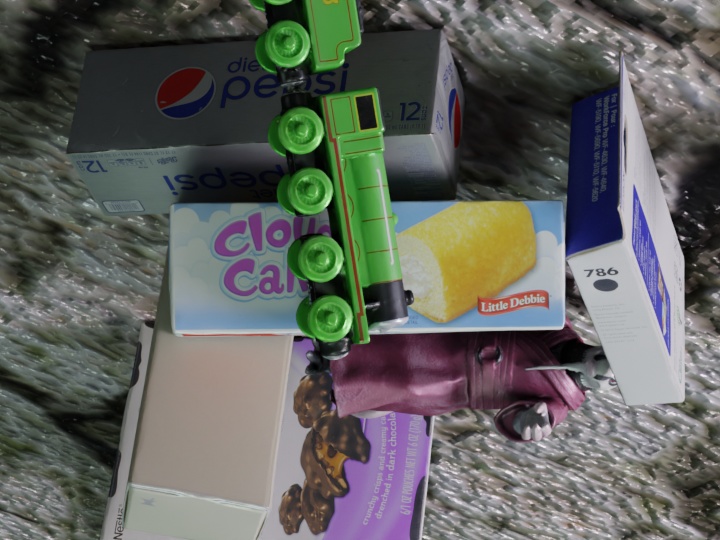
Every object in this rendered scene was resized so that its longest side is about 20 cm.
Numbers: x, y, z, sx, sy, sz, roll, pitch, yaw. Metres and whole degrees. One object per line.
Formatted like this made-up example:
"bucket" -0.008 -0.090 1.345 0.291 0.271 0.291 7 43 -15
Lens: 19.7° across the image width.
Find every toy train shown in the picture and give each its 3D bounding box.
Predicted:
"toy train" -0.014 -0.059 0.998 0.056 0.202 0.042 -10 -178 -12

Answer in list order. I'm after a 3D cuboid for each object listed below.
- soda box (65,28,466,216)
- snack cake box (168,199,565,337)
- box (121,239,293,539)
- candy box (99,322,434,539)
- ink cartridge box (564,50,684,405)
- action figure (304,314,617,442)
"soda box" -0.048 -0.076 1.082 0.198 0.069 0.064 -3 148 15
"snack cake box" 0.000 0.000 1.078 0.198 0.068 0.115 -1 179 -5
"box" -0.079 0.047 1.162 0.081 0.202 0.069 11 152 -5
"candy box" -0.056 0.130 1.325 0.198 0.169 0.072 6 149 3
"ink cartridge box" 0.140 -0.018 1.106 0.039 0.100 0.200 -4 146 16
"action figure" 0.071 0.062 1.219 0.198 0.135 0.149 6 150 8
